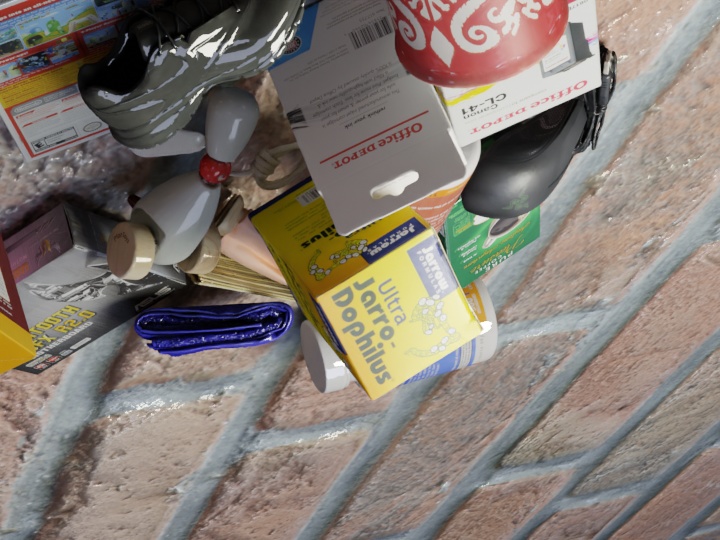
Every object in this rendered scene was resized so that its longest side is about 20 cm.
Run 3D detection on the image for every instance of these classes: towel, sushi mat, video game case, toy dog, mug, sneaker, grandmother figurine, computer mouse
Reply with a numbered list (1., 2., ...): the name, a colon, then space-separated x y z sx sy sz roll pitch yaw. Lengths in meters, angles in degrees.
1. towel: -0.138 0.058 1.565 0.147 0.050 0.200 -3 178 -3
2. sushi mat: -0.107 -0.005 1.535 0.200 0.096 0.012 12 118 -49
3. video game case: -0.218 -0.162 1.234 0.142 0.018 0.200 -21 154 -4
4. toy dog: -0.152 -0.082 1.388 0.200 0.096 0.132 -46 146 13
5. mug: 0.062 -0.261 1.147 0.133 0.178 0.200 -11 137 13
6. sneaker: -0.124 -0.173 1.199 0.200 0.076 0.091 -42 149 6
7. grandmother figurine: -0.049 0.006 1.505 0.061 0.200 0.121 -52 -170 6
8. computer mouse: 0.177 -0.111 1.513 0.200 0.053 0.139 -38 153 -25

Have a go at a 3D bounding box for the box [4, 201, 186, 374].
1. box: -0.285 0.022 1.478 0.199 0.049 0.158 -30 154 23

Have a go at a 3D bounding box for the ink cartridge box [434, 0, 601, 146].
1. ink cartridge box: 0.118 -0.206 1.343 0.147 0.086 0.200 -23 153 1

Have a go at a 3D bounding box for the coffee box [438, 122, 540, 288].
1. coffee box: 0.125 -0.061 1.643 0.123 0.044 0.200 -35 156 -9

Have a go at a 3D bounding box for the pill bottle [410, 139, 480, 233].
1. pill bottle: 0.029 -0.070 1.497 0.112 0.113 0.200 -10 151 -25

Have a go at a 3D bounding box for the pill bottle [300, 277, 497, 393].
1. pill bottle: 0.040 0.069 1.773 0.199 0.112 0.112 -15 153 -17

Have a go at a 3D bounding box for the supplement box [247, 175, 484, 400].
1. supplement box: 0.000 0.000 1.334 0.109 0.200 0.109 -32 118 -6

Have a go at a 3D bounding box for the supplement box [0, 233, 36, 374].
1. supplement box: -0.359 -0.025 1.169 0.132 0.201 0.197 -25 154 6

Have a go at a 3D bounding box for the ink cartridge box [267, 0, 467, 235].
1. ink cartridge box: 0.007 -0.120 1.283 0.116 0.201 0.068 -25 154 6
